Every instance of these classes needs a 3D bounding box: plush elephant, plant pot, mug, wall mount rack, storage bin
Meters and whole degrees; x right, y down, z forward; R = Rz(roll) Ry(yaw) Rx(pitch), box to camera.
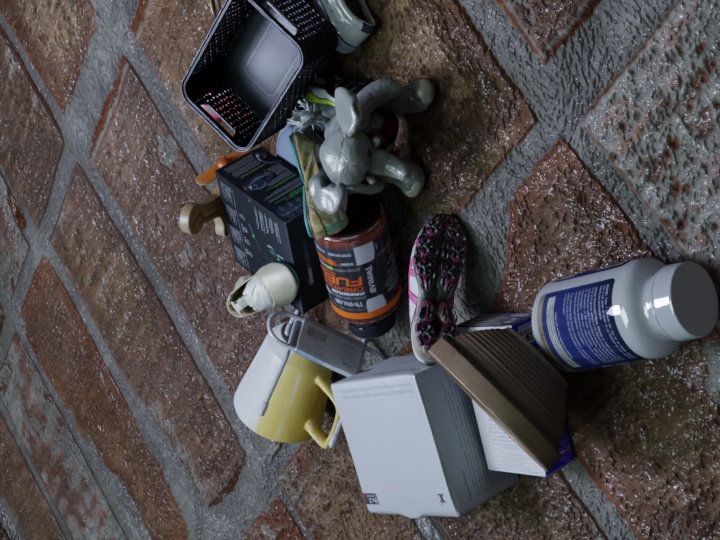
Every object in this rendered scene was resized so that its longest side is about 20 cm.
[{"bbox_3d":[0.005,-0.155,1.514,0.156,0.197,0.166,-96,18,-59],"label":"plush elephant"},{"bbox_3d":[0.181,0.135,1.411,0.201,0.093,0.201,46,178,2],"label":"plant pot"},{"bbox_3d":[-0.093,0.171,1.873,0.185,0.150,0.155,24,120,4],"label":"mug"},{"bbox_3d":[-0.064,0.151,1.751,0.198,0.175,0.075,25,137,-10],"label":"wall mount rack"},{"bbox_3d":[-0.138,-0.279,1.610,0.135,0.094,0.200,44,129,5],"label":"storage bin"}]

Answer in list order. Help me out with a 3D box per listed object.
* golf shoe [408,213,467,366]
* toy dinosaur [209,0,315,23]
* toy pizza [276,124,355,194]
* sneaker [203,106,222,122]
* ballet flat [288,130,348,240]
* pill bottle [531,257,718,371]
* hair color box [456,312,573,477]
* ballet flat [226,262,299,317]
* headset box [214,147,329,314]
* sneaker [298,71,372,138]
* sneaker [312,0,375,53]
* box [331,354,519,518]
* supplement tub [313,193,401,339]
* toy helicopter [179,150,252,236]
[{"bbox_3d":[0.093,0.025,1.570,0.092,0.072,0.203,125,154,-70],"label":"golf shoe"},{"bbox_3d":[-0.145,-0.382,1.672,0.200,0.135,0.087,40,134,32],"label":"toy dinosaur"},{"bbox_3d":[-0.056,-0.127,1.742,0.200,0.032,0.202,43,150,32],"label":"toy pizza"},{"bbox_3d":[-0.184,-0.256,1.829,0.200,0.073,0.088,-30,83,52],"label":"sneaker"},{"bbox_3d":[-0.053,-0.122,1.613,0.201,0.070,0.071,-103,25,-44],"label":"ballet flat"},{"bbox_3d":[0.296,0.048,1.336,0.199,0.110,0.112,-17,92,53],"label":"pill bottle"},{"bbox_3d":[0.199,0.159,1.545,0.109,0.064,0.203,-4,104,52],"label":"hair color box"},{"bbox_3d":[-0.151,0.036,1.761,0.200,0.069,0.070,-23,88,65],"label":"ballet flat"},{"bbox_3d":[-0.113,-0.058,1.773,0.199,0.092,0.176,35,146,41],"label":"headset box"},{"bbox_3d":[-0.028,-0.224,1.664,0.199,0.073,0.082,26,135,49],"label":"sneaker"},{"bbox_3d":[-0.037,-0.395,1.599,0.070,0.073,0.202,-28,89,37],"label":"sneaker"},{"bbox_3d":[0.087,0.225,1.658,0.198,0.130,0.203,-12,96,52],"label":"box"},{"bbox_3d":[0.000,0.000,1.667,0.106,0.107,0.202,28,145,41],"label":"supplement tub"},{"bbox_3d":[-0.218,-0.112,1.840,0.078,0.200,0.134,14,115,21],"label":"toy helicopter"}]
